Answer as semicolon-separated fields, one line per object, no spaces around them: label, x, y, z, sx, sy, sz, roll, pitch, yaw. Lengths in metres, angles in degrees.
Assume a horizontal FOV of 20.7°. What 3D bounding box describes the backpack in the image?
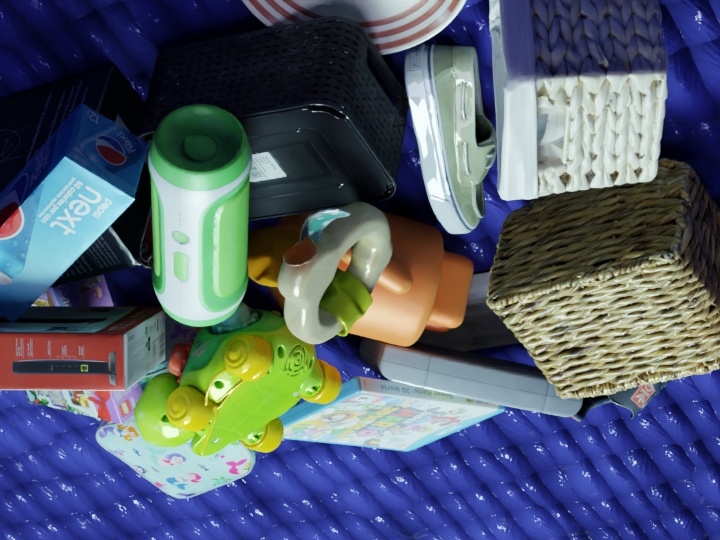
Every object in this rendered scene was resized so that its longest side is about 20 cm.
backpack;-0.158;0.121;1.942;0.199;0.152;0.177;-25;134;25

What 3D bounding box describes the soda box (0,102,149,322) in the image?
soda box;-0.252;-0.043;1.581;0.067;0.065;0.200;30;133;-22

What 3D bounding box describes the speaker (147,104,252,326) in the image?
speaker;-0.131;-0.042;1.609;0.087;0.089;0.201;6;142;0

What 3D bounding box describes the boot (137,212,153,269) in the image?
boot;-0.193;-0.012;1.778;0.198;0.146;0.072;-13;144;26

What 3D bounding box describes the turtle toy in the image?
turtle toy;-0.123;0.101;1.787;0.200;0.102;0.145;-40;146;19

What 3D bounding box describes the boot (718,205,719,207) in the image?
boot;0.341;0.057;1.814;0.186;0.064;0.200;-40;119;21

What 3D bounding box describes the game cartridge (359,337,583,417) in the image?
game cartridge;0.105;0.099;1.864;0.198;0.041;0.133;12;178;-11

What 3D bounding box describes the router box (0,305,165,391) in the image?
router box;-0.269;0.065;1.681;0.177;0.049;0.200;0;-175;3

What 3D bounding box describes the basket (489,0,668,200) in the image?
basket;0.163;-0.169;1.502;0.122;0.202;0.136;-1;141;2

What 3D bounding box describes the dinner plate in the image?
dinner plate;-0.008;-0.249;1.562;0.198;0.024;0.201;3;141;3

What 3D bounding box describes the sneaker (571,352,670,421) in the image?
sneaker;0.279;0.092;1.886;0.199;0.085;0.075;-24;132;32

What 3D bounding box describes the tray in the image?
tray;0.105;0.047;1.906;0.198;0.022;0.108;-10;139;19

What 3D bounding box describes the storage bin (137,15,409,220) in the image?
storage bin;-0.073;-0.122;1.648;0.198;0.095;0.135;-8;144;25

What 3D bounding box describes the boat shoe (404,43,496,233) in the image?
boat shoe;0.085;-0.108;1.683;0.061;0.072;0.201;-3;137;15

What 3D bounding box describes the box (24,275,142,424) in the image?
box;-0.285;0.041;1.844;0.136;0.039;0.202;9;125;40

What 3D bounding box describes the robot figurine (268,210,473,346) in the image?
robot figurine;0.000;-0.001;1.789;0.198;0.144;0.118;14;118;-9

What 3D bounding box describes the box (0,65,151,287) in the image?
box;-0.287;-0.070;1.715;0.198;0.149;0.107;-13;133;23

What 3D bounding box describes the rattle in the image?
rattle;-0.059;-0.028;1.615;0.130;0.143;0.200;-45;158;10

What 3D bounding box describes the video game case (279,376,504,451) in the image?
video game case;0.023;0.141;1.905;0.199;0.018;0.143;10;152;-42

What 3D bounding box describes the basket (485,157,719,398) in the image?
basket;0.233;0.005;1.736;0.199;0.144;0.149;-17;130;32
